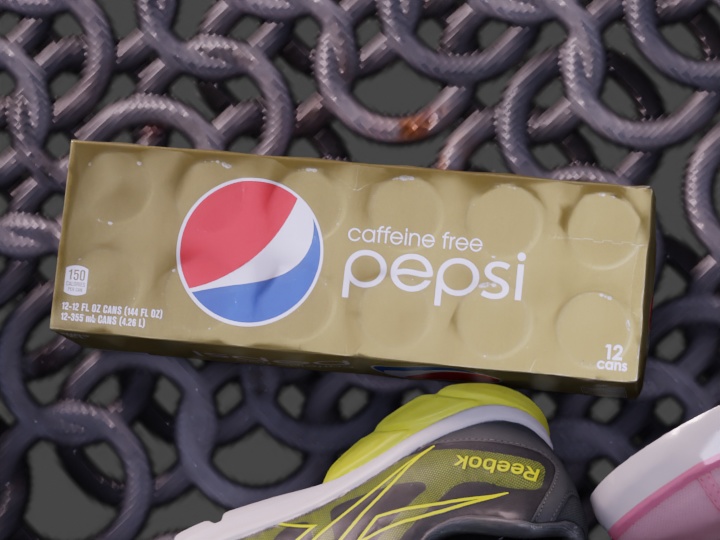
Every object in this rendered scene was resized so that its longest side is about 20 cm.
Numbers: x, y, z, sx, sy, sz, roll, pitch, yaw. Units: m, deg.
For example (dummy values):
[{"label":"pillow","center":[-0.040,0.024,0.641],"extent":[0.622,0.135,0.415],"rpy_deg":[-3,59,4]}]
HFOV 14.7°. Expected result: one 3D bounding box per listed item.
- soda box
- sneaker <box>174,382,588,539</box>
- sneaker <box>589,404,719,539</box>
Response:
[{"label":"soda box","center":[0.000,0.000,0.954],"extent":[0.199,0.064,0.068],"rpy_deg":[5,83,6]},{"label":"sneaker","center":[-0.013,0.114,0.915],"extent":[0.200,0.085,0.075],"rpy_deg":[-38,121,-1]},{"label":"sneaker","center":[0.182,0.079,0.916],"extent":[0.200,0.075,0.105],"rpy_deg":[-18,75,-1]}]
